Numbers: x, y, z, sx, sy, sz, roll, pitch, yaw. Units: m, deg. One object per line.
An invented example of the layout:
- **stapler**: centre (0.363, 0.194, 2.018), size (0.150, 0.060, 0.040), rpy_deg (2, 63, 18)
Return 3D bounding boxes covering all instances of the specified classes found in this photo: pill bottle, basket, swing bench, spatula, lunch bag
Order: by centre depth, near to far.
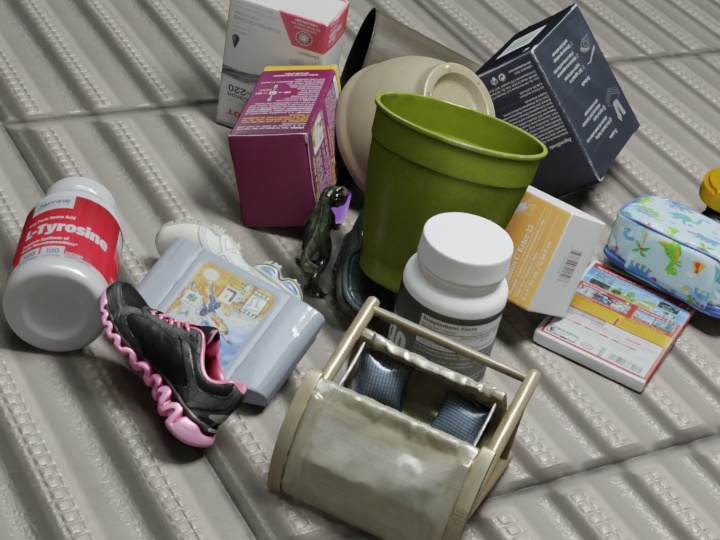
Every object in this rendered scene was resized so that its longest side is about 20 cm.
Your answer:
- **swing bench**: centre (0.044, 0.158, 1.411), size (0.198, 0.131, 0.200), rpy_deg (23, 36, 14)
- **pill bottle**: centre (0.092, 0.047, 1.522), size (0.113, 0.201, 0.114), rpy_deg (9, 34, -6)
- **pill bottle**: centre (-0.316, -0.014, 1.556), size (0.111, 0.113, 0.201), rpy_deg (7, 34, -7)
- **lunch bag**: centre (0.422, -0.020, 1.821), size (0.199, 0.083, 0.160), rpy_deg (28, 27, 22)
- **spatula**: centre (-0.025, -0.118, 1.881), size (0.056, 0.021, 0.200), rpy_deg (7, 31, 12)
- **basket**: centre (0.080, -0.250, 1.998), size (0.198, 0.181, 0.137), rpy_deg (18, 36, -13)

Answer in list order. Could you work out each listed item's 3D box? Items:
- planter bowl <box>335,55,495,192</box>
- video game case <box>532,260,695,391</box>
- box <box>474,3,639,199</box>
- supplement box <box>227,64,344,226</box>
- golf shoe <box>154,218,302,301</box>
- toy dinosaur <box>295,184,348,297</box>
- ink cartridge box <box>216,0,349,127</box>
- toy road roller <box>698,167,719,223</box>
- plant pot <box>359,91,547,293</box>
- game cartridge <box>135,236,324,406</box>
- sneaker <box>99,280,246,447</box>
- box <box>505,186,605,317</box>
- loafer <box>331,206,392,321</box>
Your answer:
- **planter bowl**: centre (0.087, -0.187, 1.827), size (0.199, 0.134, 0.202), rpy_deg (12, 70, -36)
- **video game case**: centre (0.309, 0.063, 1.734), size (0.142, 0.018, 0.200), rpy_deg (25, 36, 18)
- **box**: centre (0.265, -0.225, 1.958), size (0.201, 0.117, 0.197), rpy_deg (59, 36, -12)
- **supplement box**: centre (-0.087, -0.159, 1.810), size (0.102, 0.132, 0.201), rpy_deg (0, 32, 11)
- **golf shoe**: centre (-0.164, 0.011, 1.607), size (0.199, 0.079, 0.097), rpy_deg (27, 42, 22)
- **toy dinosaur**: centre (-0.052, -0.025, 1.680), size (0.047, 0.089, 0.201), rpy_deg (12, 35, 0)
- **ink cartridge box**: centre (-0.107, -0.277, 1.925), size (0.144, 0.201, 0.085), rpy_deg (19, 40, 10)
- **toy road roller**: centre (0.543, -0.078, 1.899), size (0.199, 0.147, 0.123), rpy_deg (29, 37, 23)
- **plant pot**: centre (0.085, -0.074, 1.609), size (0.198, 0.195, 0.201), rpy_deg (15, 18, -5)
- **game cartridge**: centre (-0.154, 0.057, 1.529), size (0.199, 0.042, 0.133), rpy_deg (27, 59, 19)
- **sneaker**: centre (-0.183, 0.077, 1.441), size (0.200, 0.095, 0.079), rpy_deg (52, 15, 20)
- **box**: centre (0.168, -0.045, 1.709), size (0.199, 0.125, 0.097), rpy_deg (29, 11, 33)
- **loafer**: centre (0.000, 0.000, 1.703), size (0.072, 0.063, 0.201), rpy_deg (39, 34, -17)
